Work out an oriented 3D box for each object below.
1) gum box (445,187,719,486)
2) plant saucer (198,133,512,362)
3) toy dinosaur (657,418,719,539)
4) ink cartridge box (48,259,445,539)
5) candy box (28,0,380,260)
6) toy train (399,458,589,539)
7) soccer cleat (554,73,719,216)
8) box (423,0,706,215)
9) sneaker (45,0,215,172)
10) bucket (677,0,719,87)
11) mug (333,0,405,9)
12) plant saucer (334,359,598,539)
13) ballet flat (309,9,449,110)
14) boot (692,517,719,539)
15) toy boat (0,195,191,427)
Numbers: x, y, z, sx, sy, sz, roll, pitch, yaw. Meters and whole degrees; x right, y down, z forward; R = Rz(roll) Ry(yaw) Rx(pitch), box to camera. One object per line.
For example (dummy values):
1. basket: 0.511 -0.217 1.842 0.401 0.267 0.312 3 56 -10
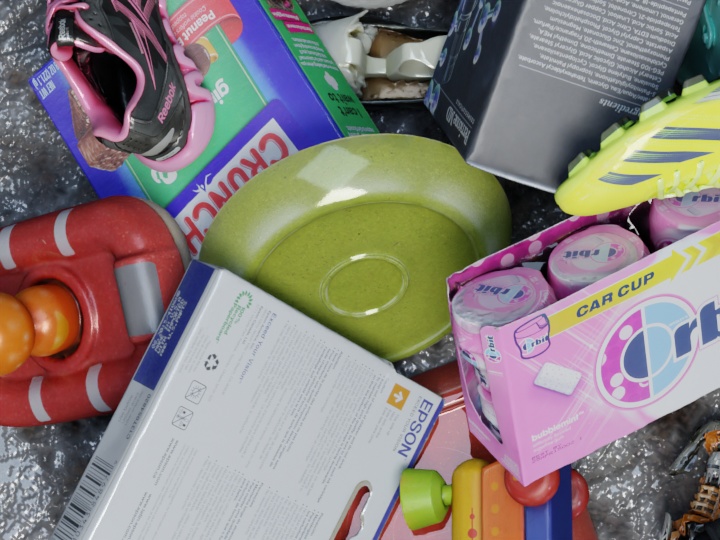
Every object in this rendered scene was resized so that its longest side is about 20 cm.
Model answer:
1. gum box: 0.144 0.028 1.208 0.199 0.114 0.066 -25 37 -17
2. plant saucer: 0.000 0.000 1.286 0.198 0.201 0.031 -15 48 1
3. toy dinosaur: 0.270 0.125 1.299 0.135 0.102 0.201 39 106 26
4. ink cartridge box: -0.066 0.122 1.265 0.199 0.040 0.201 32 83 -37
5. candy box: -0.091 -0.089 1.336 0.169 0.077 0.201 -38 79 22
6. toy train: 0.075 0.131 1.285 0.115 0.085 0.202 -5 74 20
7. soccer cleat: 0.205 -0.072 1.174 0.199 0.065 0.084 -28 91 3
8. box: 0.129 -0.159 1.256 0.106 0.149 0.202 16 104 -13
9. sneaker: -0.161 -0.154 1.272 0.079 0.095 0.201 -33 76 26
10. bucket: 0.286 -0.160 1.280 0.205 0.135 0.210 -4 105 -16
11. mug: 0.001 -0.270 1.339 0.146 0.175 0.202 -8 75 2
12. plant saucer: 0.045 0.166 1.331 0.198 0.037 0.201 -20 79 1
13. ballet flat: 0.016 -0.139 1.370 0.198 0.068 0.069 -1 78 4
14. boot: 0.170 0.258 1.251 0.167 0.077 0.202 -18 117 -2
15. toy boat: -0.200 0.032 1.295 0.199 0.130 0.132 -13 90 37
